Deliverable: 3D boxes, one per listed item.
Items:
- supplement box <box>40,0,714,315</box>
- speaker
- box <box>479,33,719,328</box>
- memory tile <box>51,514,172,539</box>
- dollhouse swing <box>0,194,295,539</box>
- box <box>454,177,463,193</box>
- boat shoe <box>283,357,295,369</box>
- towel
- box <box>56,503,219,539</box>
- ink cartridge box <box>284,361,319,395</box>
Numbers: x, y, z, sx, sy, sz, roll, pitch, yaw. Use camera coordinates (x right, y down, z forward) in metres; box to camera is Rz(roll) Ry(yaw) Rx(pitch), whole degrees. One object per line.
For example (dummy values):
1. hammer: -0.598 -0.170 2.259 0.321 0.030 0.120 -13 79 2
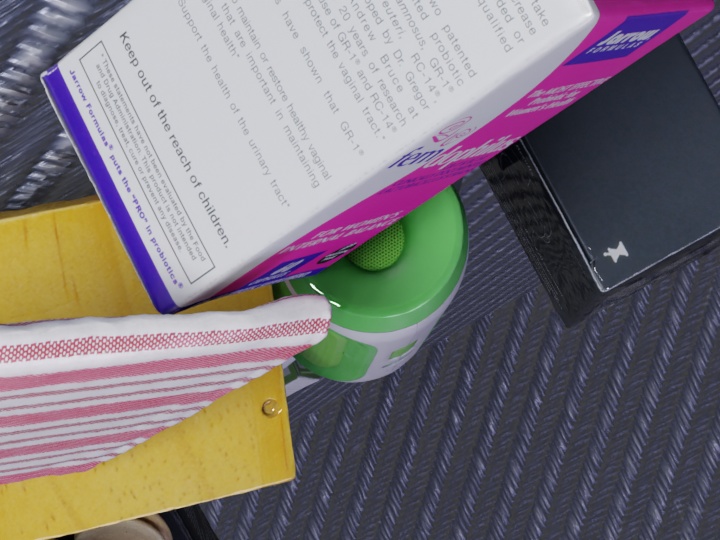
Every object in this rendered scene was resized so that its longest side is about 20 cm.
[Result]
1. supplement box: 0.003 -0.079 0.641 0.199 0.104 0.101 -35 169 33
2. speaker: 0.000 0.000 0.849 0.088 0.089 0.200 -27 173 -8
3. box: 0.138 -0.064 1.074 0.106 0.150 0.200 -28 174 -2
4. memory tile: -0.129 0.213 0.972 0.152 0.201 0.017 -22 -150 13
5. dollhouse swing: -0.153 0.046 0.865 0.198 0.184 0.176 -11 -164 -17
6. box: -0.005 -0.047 1.096 0.136 0.038 0.200 -28 173 -3
7. boat shoe: -0.038 0.014 1.013 0.199 0.070 0.066 -34 169 11
8. towel: -0.121 0.045 0.668 0.145 0.030 0.199 -6 164 -38
9. box: -0.195 0.157 1.056 0.198 0.198 0.124 -27 -151 -3
10. ink cartridge box: -0.141 0.116 1.658 0.199 0.060 0.104 -29 173 5
